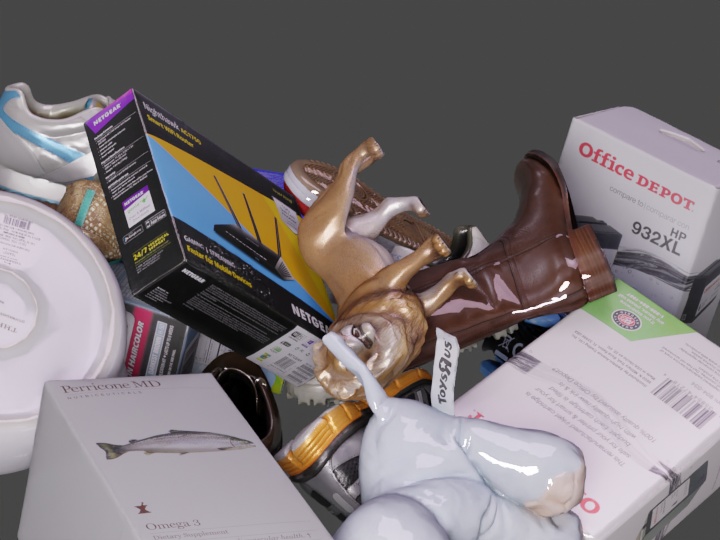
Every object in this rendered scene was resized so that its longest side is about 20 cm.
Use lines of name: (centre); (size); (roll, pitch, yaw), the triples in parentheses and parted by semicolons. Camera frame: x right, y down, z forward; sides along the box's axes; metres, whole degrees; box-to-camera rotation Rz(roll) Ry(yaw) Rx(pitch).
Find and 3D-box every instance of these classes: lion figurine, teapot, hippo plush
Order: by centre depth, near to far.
hippo plush: (0.051, 0.160, 1.255); (0.159, 0.200, 0.161); (-2, 28, 15)
teapot: (-0.256, 0.052, 1.345); (0.197, 0.146, 0.200); (-28, 79, -31)
lion figurine: (0.000, 0.000, 1.432); (0.072, 0.122, 0.200); (49, 8, -39)

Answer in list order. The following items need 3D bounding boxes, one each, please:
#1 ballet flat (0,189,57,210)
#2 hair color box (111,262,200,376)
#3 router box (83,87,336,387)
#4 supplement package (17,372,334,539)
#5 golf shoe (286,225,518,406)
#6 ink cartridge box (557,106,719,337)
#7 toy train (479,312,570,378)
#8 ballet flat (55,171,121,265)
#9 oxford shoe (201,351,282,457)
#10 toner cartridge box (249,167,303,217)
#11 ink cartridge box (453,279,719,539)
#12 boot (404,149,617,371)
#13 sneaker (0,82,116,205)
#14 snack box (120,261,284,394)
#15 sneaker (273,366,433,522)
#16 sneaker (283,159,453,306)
ballet flat: (-0.315, -0.114, 1.753); (0.068, 0.072, 0.200); (-7, 32, -40)
hair color box: (-0.215, 0.037, 1.448); (0.200, 0.099, 0.061); (18, 24, 5)
router box: (-0.098, -0.020, 1.429); (0.200, 0.051, 0.149); (33, 30, -52)
supplement package: (-0.111, 0.160, 1.218); (0.117, 0.118, 0.200); (-2, 29, -28)
golf shoe: (0.022, 0.032, 1.561); (0.200, 0.097, 0.078); (-26, 20, -27)
ink cartridge box: (0.223, -0.014, 1.704); (0.145, 0.200, 0.084); (30, 27, 30)
toy train: (0.181, 0.084, 1.617); (0.114, 0.087, 0.200); (4, 24, -45)
ballet flat: (-0.165, -0.044, 1.476); (0.070, 0.065, 0.200); (18, 8, 4)
oxford shoe: (-0.083, 0.097, 1.420); (0.072, 0.085, 0.200); (10, 23, -7)
toner cartridge box: (-0.101, -0.053, 1.785); (0.200, 0.043, 0.095); (9, 24, -15)
ink cartridge box: (0.164, 0.116, 1.432); (0.145, 0.084, 0.200); (37, 53, 27)
boot: (0.066, -0.004, 1.509); (0.200, 0.064, 0.186); (-22, 30, 0)
sneaker: (-0.189, -0.087, 1.599); (0.200, 0.081, 0.077); (12, 18, -9)
snack box: (-0.143, 0.011, 1.590); (0.200, 0.068, 0.169); (13, 23, -2)
sneaker: (0.012, 0.127, 1.443); (0.077, 0.078, 0.200); (50, 28, 9)
sneaker: (-0.009, -0.004, 1.614); (0.200, 0.112, 0.071); (31, 25, -36)
